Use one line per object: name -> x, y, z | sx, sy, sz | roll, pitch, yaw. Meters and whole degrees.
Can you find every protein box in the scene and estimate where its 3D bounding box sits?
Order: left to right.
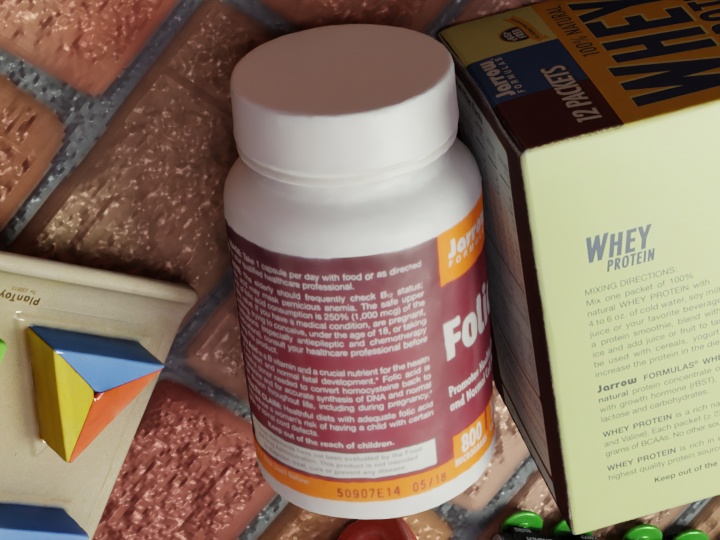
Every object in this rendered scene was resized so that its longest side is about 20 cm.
protein box -> 0.158, -0.020, 0.960 | 0.198, 0.135, 0.200 | -15, 121, -6

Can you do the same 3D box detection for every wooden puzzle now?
wooden puzzle -> -0.174, 0.085, 0.936 | 0.185, 0.046, 0.200 | 11, 111, -44

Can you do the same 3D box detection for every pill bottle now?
pill bottle -> 0.000, 0.000, 0.939 | 0.114, 0.114, 0.200 | -11, 121, -10

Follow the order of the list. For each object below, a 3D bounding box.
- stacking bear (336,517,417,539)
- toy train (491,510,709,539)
stacking bear -> 0.040, 0.237, 1.089 | 0.121, 0.114, 0.200 | -39, 125, 7
toy train -> 0.155, 0.165, 1.118 | 0.200, 0.042, 0.056 | 9, 125, -20
